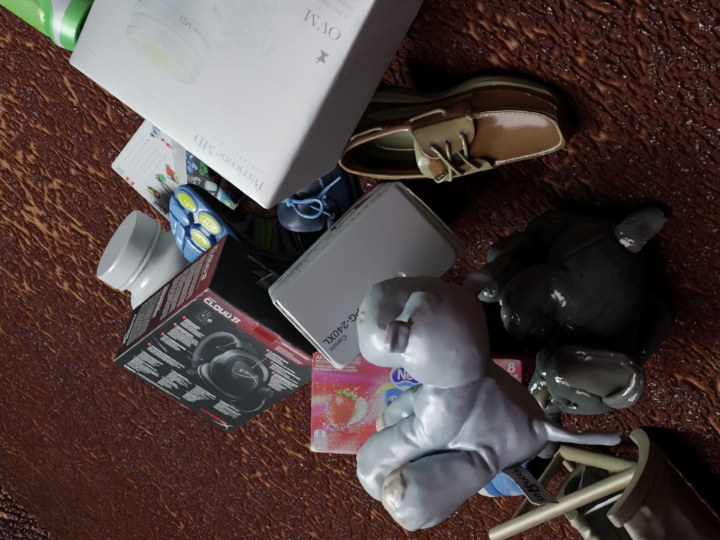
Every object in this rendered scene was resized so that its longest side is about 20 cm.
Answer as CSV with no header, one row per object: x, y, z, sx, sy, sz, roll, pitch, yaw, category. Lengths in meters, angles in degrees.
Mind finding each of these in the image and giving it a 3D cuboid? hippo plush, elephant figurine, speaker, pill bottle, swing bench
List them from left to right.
-0.320,-0.286,1.554,0.200,0.088,0.089,34,153,15,speaker
-0.171,0.021,1.729,0.200,0.112,0.111,31,157,-19,pill bottle
0.054,0.092,1.246,0.200,0.159,0.161,22,147,56,hippo plush
0.188,0.057,1.337,0.201,0.141,0.155,61,163,-22,elephant figurine
0.267,0.261,1.542,0.199,0.130,0.200,49,148,-13,swing bench

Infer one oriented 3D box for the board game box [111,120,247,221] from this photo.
-0.177,-0.105,1.688,0.126,0.035,0.200,43,154,-7,board game box

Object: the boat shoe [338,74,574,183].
0.070,-0.100,1.288,0.199,0.074,0.076,-1,135,35,boat shoe

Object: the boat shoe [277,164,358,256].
-0.042,-0.058,1.537,0.084,0.069,0.200,15,143,42,boat shoe

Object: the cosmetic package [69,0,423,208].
-0.081,-0.192,1.233,0.199,0.123,0.200,36,122,11,cosmetic package

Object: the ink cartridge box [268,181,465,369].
0.000,0.000,1.407,0.083,0.145,0.200,46,178,-4,ink cartridge box

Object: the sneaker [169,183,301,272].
-0.104,-0.024,1.636,0.199,0.083,0.071,32,135,-16,sneaker

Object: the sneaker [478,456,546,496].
0.133,0.153,1.632,0.089,0.079,0.200,1,140,38,sneaker

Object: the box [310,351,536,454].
0.061,0.122,1.520,0.199,0.096,0.100,1,180,16,box

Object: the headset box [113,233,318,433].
-0.124,0.061,1.614,0.149,0.077,0.200,33,136,-20,headset box
